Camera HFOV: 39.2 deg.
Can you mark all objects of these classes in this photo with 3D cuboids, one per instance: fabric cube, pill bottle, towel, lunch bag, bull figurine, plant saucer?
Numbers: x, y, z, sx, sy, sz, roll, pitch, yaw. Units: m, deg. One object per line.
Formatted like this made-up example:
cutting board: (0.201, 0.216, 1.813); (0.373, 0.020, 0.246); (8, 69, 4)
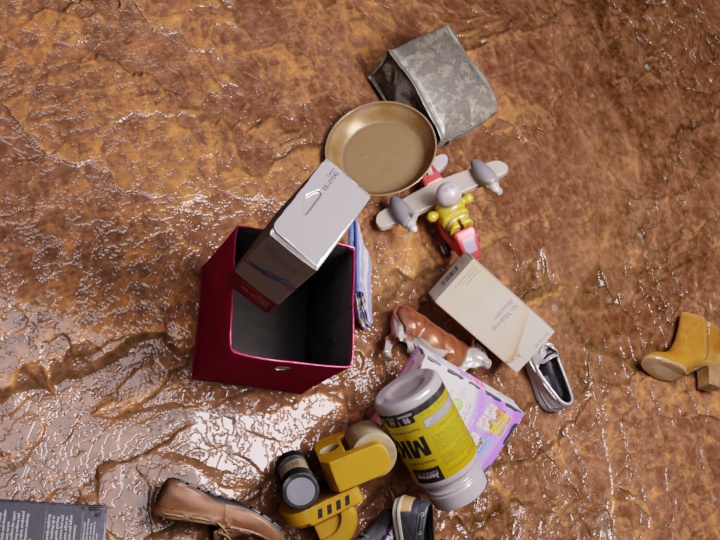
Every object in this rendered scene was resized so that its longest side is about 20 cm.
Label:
fabric cube: (-0.136, 0.068, 1.563); (0.195, 0.199, 0.201); (10, 68, -23)
pill bottle: (0.112, 0.263, 1.566); (0.114, 0.114, 0.201); (-37, 106, -31)
towel: (0.000, 0.000, 1.665); (0.024, 0.200, 0.148); (-3, 69, 4)
lunch bag: (0.142, -0.331, 1.884); (0.164, 0.118, 0.200); (-31, 83, -32)
bull figurine: (0.130, 0.139, 1.738); (0.199, 0.065, 0.122); (31, 43, -8)
plant saucer: (0.037, -0.209, 1.797); (0.199, 0.035, 0.201); (-3, 62, 6)

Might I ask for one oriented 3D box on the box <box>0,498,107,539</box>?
box: (-0.450, 0.363, 1.338); (0.199, 0.148, 0.105); (8, 70, -22)

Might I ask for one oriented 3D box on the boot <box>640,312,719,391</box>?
boot: (0.629, 0.147, 1.989); (0.200, 0.071, 0.145); (19, 59, -22)

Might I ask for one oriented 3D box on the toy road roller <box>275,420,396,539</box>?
toy road roller: (-0.030, 0.334, 1.552); (0.199, 0.123, 0.147); (-24, 100, -6)

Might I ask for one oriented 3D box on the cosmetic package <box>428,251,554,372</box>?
cosmetic package: (0.227, 0.072, 1.763); (0.200, 0.073, 0.104); (40, 96, -12)

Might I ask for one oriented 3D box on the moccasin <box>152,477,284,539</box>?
moccasin: (-0.207, 0.373, 1.495); (0.201, 0.074, 0.078); (26, 72, -19)

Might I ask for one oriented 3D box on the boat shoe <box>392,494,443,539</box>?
boat shoe: (0.099, 0.446, 1.586); (0.075, 0.062, 0.201); (-42, 123, -65)

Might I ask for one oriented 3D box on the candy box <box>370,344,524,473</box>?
candy box: (0.137, 0.246, 1.662); (0.199, 0.072, 0.168); (31, 97, -13)

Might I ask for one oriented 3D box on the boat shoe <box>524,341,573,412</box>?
boat shoe: (0.332, 0.157, 1.835); (0.073, 0.065, 0.201); (-23, 84, -30)

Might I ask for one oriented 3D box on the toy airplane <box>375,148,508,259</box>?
toy airplane: (0.148, -0.133, 1.803); (0.198, 0.141, 0.201); (20, 77, 3)

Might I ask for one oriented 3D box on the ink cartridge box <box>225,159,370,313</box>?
ink cartridge box: (-0.089, -0.043, 1.393); (0.083, 0.200, 0.146); (40, 61, -8)

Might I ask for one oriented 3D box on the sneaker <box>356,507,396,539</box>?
sneaker: (-0.010, 0.447, 1.568); (0.087, 0.074, 0.201); (28, 59, -2)
